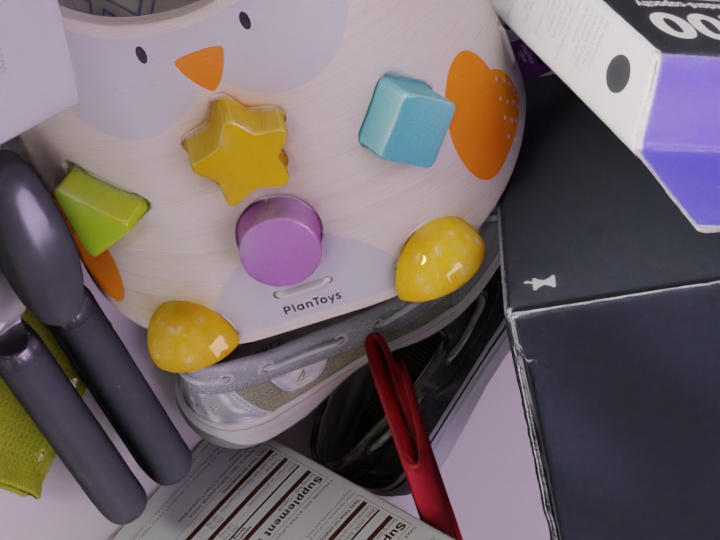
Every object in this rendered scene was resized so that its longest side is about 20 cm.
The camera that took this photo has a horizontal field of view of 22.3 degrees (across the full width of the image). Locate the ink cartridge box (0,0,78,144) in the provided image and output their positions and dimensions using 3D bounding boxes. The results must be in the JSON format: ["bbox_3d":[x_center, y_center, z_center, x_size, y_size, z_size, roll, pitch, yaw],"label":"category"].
[{"bbox_3d":[-0.207,-0.062,0.551,0.199,0.145,0.084,-33,130,-32],"label":"ink cartridge box"}]

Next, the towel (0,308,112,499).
[{"bbox_3d":[-0.180,0.026,0.715,0.200,0.018,0.087,31,84,-48],"label":"towel"}]

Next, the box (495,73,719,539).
[{"bbox_3d":[0.129,0.041,0.759,0.200,0.122,0.200,-87,164,-60],"label":"box"}]

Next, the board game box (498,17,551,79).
[{"bbox_3d":[0.018,-0.149,0.791,0.119,0.032,0.200,-28,132,4],"label":"board game box"}]

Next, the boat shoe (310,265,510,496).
[{"bbox_3d":[0.038,0.019,0.897,0.071,0.072,0.201,16,97,-52],"label":"boat shoe"}]

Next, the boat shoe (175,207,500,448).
[{"bbox_3d":[-0.002,-0.001,0.832,0.201,0.074,0.065,-36,156,-17],"label":"boat shoe"}]

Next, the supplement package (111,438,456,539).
[{"bbox_3d":[-0.006,0.207,0.837,0.147,0.199,0.192,-47,135,-21],"label":"supplement package"}]

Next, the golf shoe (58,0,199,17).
[{"bbox_3d":[-0.105,-0.110,0.710,0.097,0.078,0.200,-43,135,5],"label":"golf shoe"}]

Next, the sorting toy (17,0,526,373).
[{"bbox_3d":[-0.048,-0.068,0.662,0.199,0.107,0.181,-18,135,8],"label":"sorting toy"}]

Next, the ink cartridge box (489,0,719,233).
[{"bbox_3d":[0.165,-0.084,0.720,0.197,0.200,0.044,-1,126,-28],"label":"ink cartridge box"}]

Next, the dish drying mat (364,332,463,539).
[{"bbox_3d":[0.036,0.114,0.862,0.018,0.077,0.201,-18,140,-1],"label":"dish drying mat"}]

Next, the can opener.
[{"bbox_3d":[-0.121,0.032,0.727,0.053,0.066,0.201,-38,136,-14],"label":"can opener"}]
